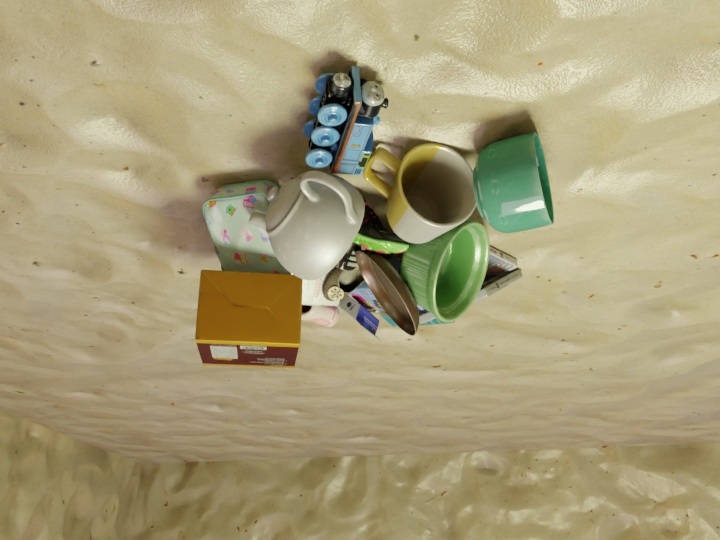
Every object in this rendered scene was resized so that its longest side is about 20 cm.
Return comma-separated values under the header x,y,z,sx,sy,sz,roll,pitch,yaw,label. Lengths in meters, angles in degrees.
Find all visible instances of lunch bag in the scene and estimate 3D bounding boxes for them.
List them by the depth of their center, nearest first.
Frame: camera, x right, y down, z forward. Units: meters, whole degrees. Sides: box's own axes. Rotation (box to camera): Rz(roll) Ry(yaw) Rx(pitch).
x,y,z,sx,sy,sz,roll,pitch,yaw,label
-0.205,-0.069,1.299,0.156,0.078,0.204,-8,119,13,lunch bag

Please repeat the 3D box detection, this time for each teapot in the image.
x,y,z,sx,sy,sz,roll,pitch,yaw,label
-0.094,-0.093,1.137,0.145,0.199,0.201,35,107,-23,teapot

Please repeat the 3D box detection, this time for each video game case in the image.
x,y,z,sx,sy,sz,roll,pitch,yaw,label
0.223,-0.009,1.511,0.179,0.024,0.199,21,147,-31,video game case
0.250,0.059,1.528,0.198,0.024,0.180,-28,176,41,video game case

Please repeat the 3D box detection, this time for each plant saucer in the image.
x,y,z,sx,sy,sz,roll,pitch,yaw,label
0.059,0.038,1.332,0.032,0.201,0.201,-34,153,-11,plant saucer

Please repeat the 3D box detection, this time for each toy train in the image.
x,y,z,sx,sy,sz,roll,pitch,yaw,label
-0.026,-0.232,1.058,0.111,0.089,0.201,1,152,-16,toy train

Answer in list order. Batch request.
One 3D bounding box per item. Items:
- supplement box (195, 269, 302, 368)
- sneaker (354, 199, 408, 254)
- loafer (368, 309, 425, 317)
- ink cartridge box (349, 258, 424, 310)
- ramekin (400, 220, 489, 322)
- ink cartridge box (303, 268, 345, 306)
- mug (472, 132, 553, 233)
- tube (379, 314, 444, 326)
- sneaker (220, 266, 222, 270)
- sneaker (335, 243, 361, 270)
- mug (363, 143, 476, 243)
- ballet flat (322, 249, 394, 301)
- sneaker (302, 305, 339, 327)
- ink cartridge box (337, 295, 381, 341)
x,y,z,sx,sy,sz,roll,pitch,yaw,label
-0.215,0.102,1.316,0.191,0.137,0.201,3,159,-8,supplement box
0.005,-0.092,1.268,0.196,0.085,0.077,25,174,6,sneaker
0.084,0.085,1.625,0.197,0.074,0.062,11,180,40,loafer
0.077,0.033,1.508,0.195,0.078,0.136,-2,156,29,ink cartridge box
0.164,-0.010,1.327,0.096,0.203,0.200,22,166,36,ramekin
-0.135,0.007,1.451,0.195,0.067,0.119,6,112,-23,ink cartridge box
0.259,-0.135,1.133,0.112,0.156,0.185,-10,149,22,mug
0.152,0.120,1.741,0.196,0.051,0.077,-10,143,33,tube
-0.215,-0.002,1.529,0.196,0.077,0.105,21,158,-28,sneaker
-0.092,-0.053,1.348,0.114,0.077,0.198,31,-173,33,sneaker
0.106,-0.139,1.198,0.147,0.190,0.153,-24,170,-20,mug
0.000,0.000,1.426,0.198,0.047,0.067,-38,126,8,ballet flat
-0.147,0.072,1.579,0.198,0.077,0.104,20,177,43,sneaker
-0.023,0.086,1.570,0.199,0.039,0.099,37,176,40,ink cartridge box
